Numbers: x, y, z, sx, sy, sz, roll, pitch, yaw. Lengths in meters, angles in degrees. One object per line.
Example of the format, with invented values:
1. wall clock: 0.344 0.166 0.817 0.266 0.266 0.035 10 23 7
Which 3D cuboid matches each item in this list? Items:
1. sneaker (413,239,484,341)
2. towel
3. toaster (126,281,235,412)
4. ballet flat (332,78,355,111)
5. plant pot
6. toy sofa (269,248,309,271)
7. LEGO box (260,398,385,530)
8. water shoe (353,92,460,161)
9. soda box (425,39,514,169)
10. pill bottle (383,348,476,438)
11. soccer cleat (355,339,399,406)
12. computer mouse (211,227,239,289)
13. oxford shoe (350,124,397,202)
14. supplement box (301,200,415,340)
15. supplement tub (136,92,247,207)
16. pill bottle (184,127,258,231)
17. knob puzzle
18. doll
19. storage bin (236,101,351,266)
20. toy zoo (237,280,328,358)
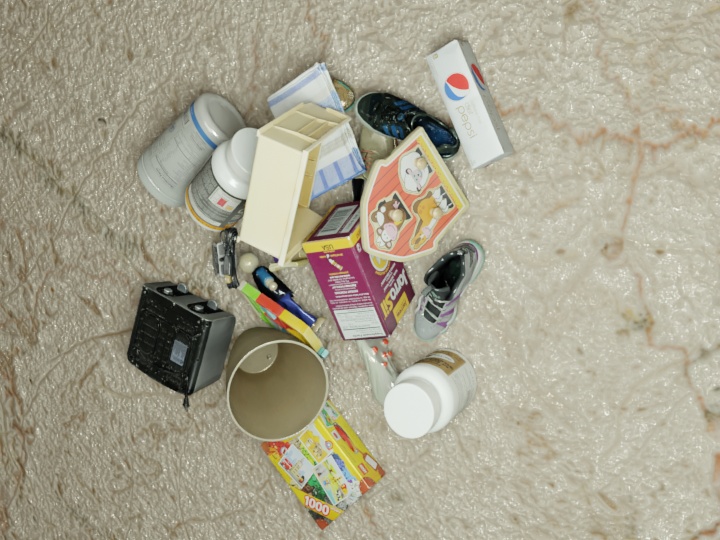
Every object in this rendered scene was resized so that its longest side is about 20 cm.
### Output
1. sneaker: 0.128 0.041 1.440 0.077 0.139 0.203 31 110 18
2. towel: -0.079 -0.239 1.481 0.145 0.024 0.204 -22 92 38
3. toaster: -0.362 0.141 1.712 0.178 0.118 0.204 24 107 22
4. ballet flat: -0.102 -0.285 1.542 0.198 0.071 0.065 -30 123 20
5. plant pot: -0.175 0.182 1.576 0.200 0.183 0.192 -139 57 -64
6. toy sofa: -0.148 -0.105 1.588 0.096 0.082 0.205 -3 96 26
7. LEGO box: -0.073 0.361 1.625 0.149 0.077 0.201 -45 78 25
8. water shoe: 0.081 -0.255 1.434 0.197 0.079 0.073 25 83 7
9. soda box: 0.181 -0.273 1.405 0.063 0.068 0.204 -24 87 27
10. pill bottle: 0.116 0.209 1.439 0.112 0.199 0.117 4 100 25
11. soccer cleat: 0.036 0.191 1.553 0.077 0.069 0.202 -37 84 29
12. computer mouse: -0.253 -0.025 1.624 0.043 0.200 0.113 -7 94 -15
13. oxford shoe: 0.021 -0.185 1.495 0.069 0.074 0.205 5 99 28
14. supplement box: 0.000 0.000 1.462 0.101 0.132 0.203 -6 121 31
15. supplement tub: -0.318 -0.229 1.626 0.199 0.131 0.133 -36 82 27
16. pill bottle: -0.227 -0.160 1.512 0.199 0.115 0.118 -36 81 49
17. knob puzzle: 0.079 -0.100 1.390 0.030 0.215 0.225 25 112 55
18. doll: -0.153 0.044 1.600 0.199 0.137 0.049 42 78 1
19. storage bin: -0.105 -0.149 1.397 0.092 0.199 0.203 22 121 12
20. toy zoo: -0.135 0.103 1.585 0.198 0.132 0.021 32 73 26
